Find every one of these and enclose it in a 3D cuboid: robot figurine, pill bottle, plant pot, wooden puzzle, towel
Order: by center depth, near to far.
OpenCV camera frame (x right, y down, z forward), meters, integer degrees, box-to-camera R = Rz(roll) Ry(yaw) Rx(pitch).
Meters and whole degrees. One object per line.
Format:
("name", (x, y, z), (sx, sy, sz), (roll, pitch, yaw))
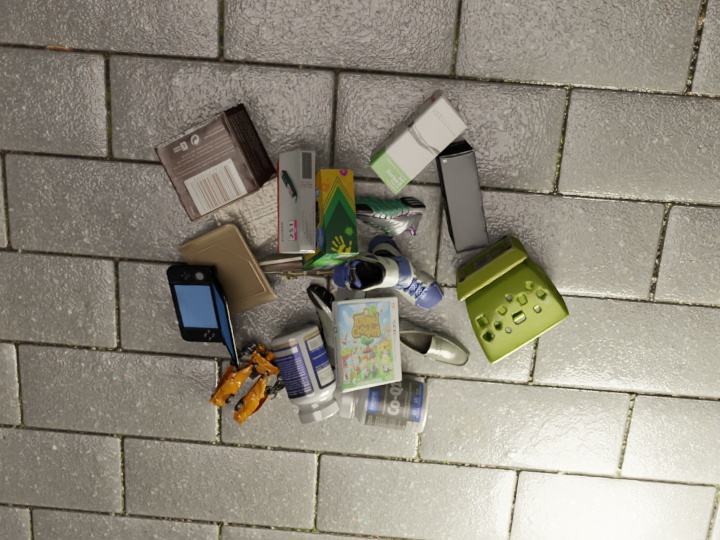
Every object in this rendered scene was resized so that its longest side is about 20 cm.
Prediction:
("plant pot", (0.308, 0.049, 1.655), (0.197, 0.200, 0.183), (-33, 97, 12))
("towel", (-0.220, -0.120, 1.708), (0.196, 0.035, 0.135), (-21, 106, 7))
("wooden puzzle", (-0.293, 0.001, 1.721), (0.183, 0.037, 0.202), (-19, 110, 35))
("pill bottle", (-0.121, 0.232, 1.744), (0.114, 0.116, 0.204), (-17, 92, 8))
("pill bottle", (0.053, 0.301, 1.783), (0.195, 0.114, 0.116), (8, 108, 0))
("robot figurine", (-0.259, 0.257, 1.812), (0.144, 0.058, 0.201), (38, 106, -9))

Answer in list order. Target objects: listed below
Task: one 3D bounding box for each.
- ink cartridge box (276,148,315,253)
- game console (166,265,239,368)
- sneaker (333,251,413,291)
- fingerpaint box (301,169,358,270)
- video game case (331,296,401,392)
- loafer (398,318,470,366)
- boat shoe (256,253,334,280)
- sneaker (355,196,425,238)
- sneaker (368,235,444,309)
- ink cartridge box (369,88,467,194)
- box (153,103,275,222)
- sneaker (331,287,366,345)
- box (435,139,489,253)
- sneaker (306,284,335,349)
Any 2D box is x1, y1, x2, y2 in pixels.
("ink cartridge box", (-0.148, -0.137, 1.584), (0.043, 0.172, 0.205), (0, 90, -33))
("game console", (-0.347, 0.103, 1.709), (0.172, 0.117, 0.204), (1, 121, 10))
("sneaker", (0.001, 0.000, 1.591), (0.197, 0.114, 0.083), (-1, 89, 45))
("fingerpaint box", (-0.071, -0.099, 1.590), (0.072, 0.200, 0.171), (-1, 82, -18))
("video game case", (0.017, 0.153, 1.644), (0.022, 0.198, 0.186), (-5, 88, 41))
("loafer", (0.159, 0.173, 1.760), (0.196, 0.070, 0.071), (20, 106, -4))
("boat shoe", (-0.143, -0.010, 1.720), (0.195, 0.072, 0.061), (-10, 104, -1))
("sneaker", (0.049, -0.104, 1.649), (0.196, 0.075, 0.089), (-2, 119, -27))
("sneaker", (0.090, 0.019, 1.685), (0.199, 0.115, 0.081), (43, 107, -9))
("ink cartridge box", (0.117, -0.267, 1.588), (0.199, 0.146, 0.084), (-42, 102, 14))
("box", (-0.293, -0.225, 1.591), (0.163, 0.200, 0.167), (-24, 105, 9))
("sneaker", (-0.002, 0.104, 1.716), (0.074, 0.203, 0.114), (-17, 139, 34))
("box", (0.211, -0.157, 1.620), (0.077, 0.141, 0.204), (-10, 107, 6))
("sneaker", (-0.068, 0.123, 1.756), (0.078, 0.074, 0.202), (-29, 104, 16))
